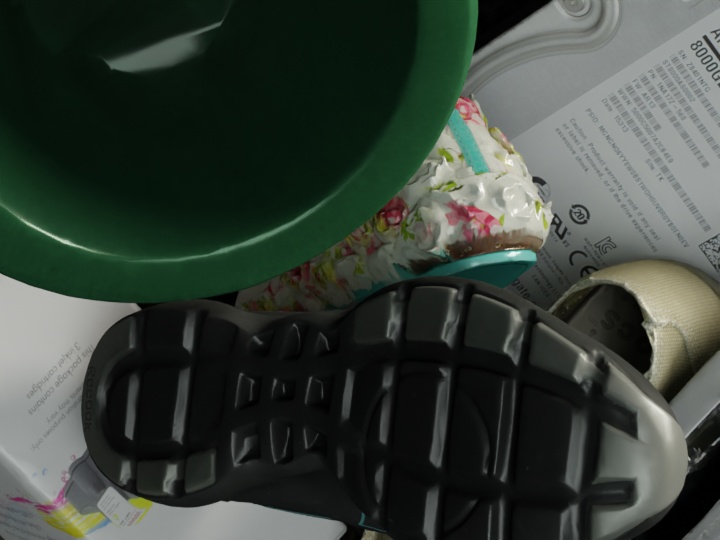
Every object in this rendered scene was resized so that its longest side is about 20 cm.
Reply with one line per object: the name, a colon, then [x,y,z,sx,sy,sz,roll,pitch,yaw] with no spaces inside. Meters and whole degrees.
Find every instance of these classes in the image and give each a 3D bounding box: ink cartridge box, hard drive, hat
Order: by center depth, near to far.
hat: [-0.066,-0.101,0.737,0.165,0.176,0.200,-18,131,-5]
hard drive: [0.105,-0.036,0.816,0.200,0.038,0.140,-31,99,35]
ink cartridge box: [-0.085,0.064,0.842,0.068,0.115,0.200,-48,110,-17]

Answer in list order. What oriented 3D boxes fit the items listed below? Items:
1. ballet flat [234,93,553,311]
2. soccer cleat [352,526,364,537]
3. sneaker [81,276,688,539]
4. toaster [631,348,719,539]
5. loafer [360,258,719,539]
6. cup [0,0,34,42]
ballet flat: [0.000,0.000,0.835,0.076,0.200,0.064,-8,72,-32]
soccer cleat: [0.012,0.149,0.918,0.084,0.065,0.200,28,99,-19]
sneaker: [0.014,0.039,0.720,0.079,0.200,0.076,9,89,-49]
toaster: [0.147,0.088,0.759,0.200,0.114,0.129,-44,131,-7]
loafer: [0.039,0.075,0.787,0.200,0.076,0.068,-57,148,-1]
cup: [-0.165,-0.105,0.761,0.143,0.200,0.200,-40,111,-23]
